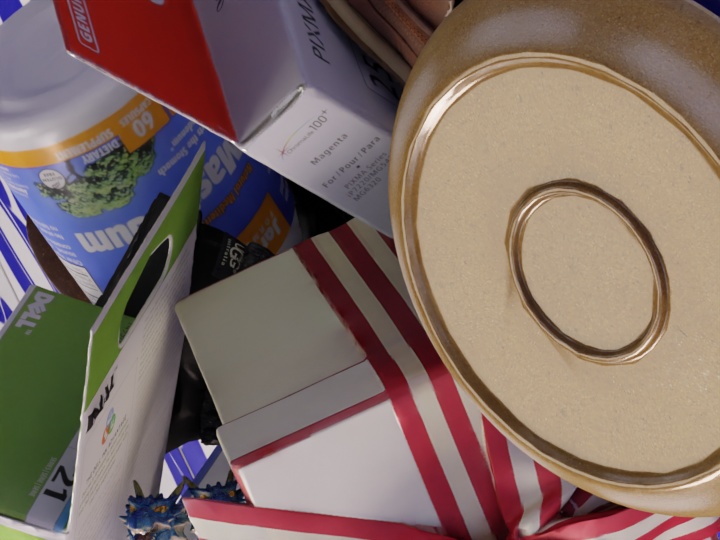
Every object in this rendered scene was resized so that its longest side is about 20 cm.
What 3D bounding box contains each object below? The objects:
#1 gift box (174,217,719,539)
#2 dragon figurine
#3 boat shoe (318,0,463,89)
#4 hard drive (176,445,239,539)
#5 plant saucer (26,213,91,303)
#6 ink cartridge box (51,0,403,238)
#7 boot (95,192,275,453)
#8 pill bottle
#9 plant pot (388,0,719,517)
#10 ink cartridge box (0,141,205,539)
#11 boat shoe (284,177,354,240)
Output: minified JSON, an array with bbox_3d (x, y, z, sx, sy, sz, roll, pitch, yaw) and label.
[{"bbox_3d":[0.027,0.071,1.179,0.201,0.184,0.187,61,179,-26],"label":"gift box"},{"bbox_3d":[-0.066,0.138,1.314,0.200,0.058,0.100,50,-137,-81],"label":"dragon figurine"},{"bbox_3d":[0.038,-0.100,1.115,0.068,0.072,0.201,-51,60,40],"label":"boat shoe"},{"bbox_3d":[-0.044,0.118,1.482,0.025,0.200,0.132,19,147,25],"label":"hard drive"},{"bbox_3d":[-0.079,0.000,1.579,0.200,0.200,0.035,51,120,39],"label":"plant saucer"},{"bbox_3d":[-0.054,-0.124,1.147,0.173,0.044,0.201,30,-150,-41],"label":"ink cartridge box"},{"bbox_3d":[-0.057,0.069,1.369,0.157,0.080,0.211,23,136,-9],"label":"boot"},{"bbox_3d":[-0.093,-0.034,1.412,0.200,0.112,0.112,57,172,-36],"label":"pill bottle"},{"bbox_3d":[0.082,-0.003,1.006,0.199,0.027,0.201,22,126,33],"label":"plant pot"},{"bbox_3d":[-0.128,0.054,1.233,0.075,0.148,0.201,17,126,8],"label":"ink cartridge box"},{"bbox_3d":[0.002,0.001,1.404,0.074,0.066,0.200,31,151,26],"label":"boat shoe"}]
